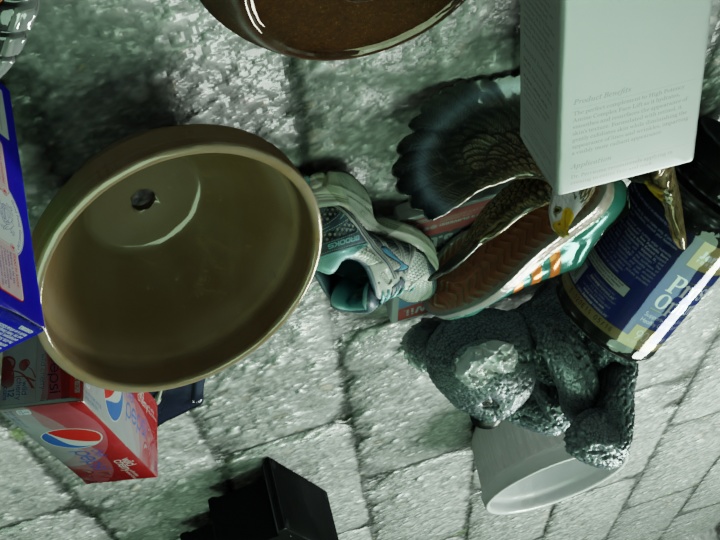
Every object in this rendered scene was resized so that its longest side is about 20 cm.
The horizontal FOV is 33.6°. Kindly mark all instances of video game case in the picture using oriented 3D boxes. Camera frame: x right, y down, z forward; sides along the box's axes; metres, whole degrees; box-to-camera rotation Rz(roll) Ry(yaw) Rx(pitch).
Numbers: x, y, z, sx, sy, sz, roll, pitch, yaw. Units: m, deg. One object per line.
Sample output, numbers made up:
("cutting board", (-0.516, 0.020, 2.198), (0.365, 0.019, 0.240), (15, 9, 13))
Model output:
("video game case", (0.095, -0.019, 1.072), (0.141, 0.018, 0.201), (-16, 154, -8))

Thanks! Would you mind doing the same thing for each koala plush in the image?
("koala plush", (0.149, 0.085, 1.159), (0.198, 0.186, 0.177), (4, -173, -20))

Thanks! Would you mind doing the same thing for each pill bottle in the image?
("pill bottle", (0.267, -0.028, 1.036), (0.111, 0.112, 0.201), (6, 128, -41))

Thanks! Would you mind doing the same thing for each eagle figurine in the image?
("eagle figurine", (0.134, -0.072, 0.881), (0.197, 0.154, 0.151), (-4, -170, 19))

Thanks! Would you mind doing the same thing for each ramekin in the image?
("ramekin", (0.239, 0.231, 1.557), (0.198, 0.106, 0.201), (-15, 153, -8))

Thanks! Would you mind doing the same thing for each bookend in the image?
("bookend", (-0.153, 0.335, 1.506), (0.198, 0.093, 0.199), (-23, 152, 11))

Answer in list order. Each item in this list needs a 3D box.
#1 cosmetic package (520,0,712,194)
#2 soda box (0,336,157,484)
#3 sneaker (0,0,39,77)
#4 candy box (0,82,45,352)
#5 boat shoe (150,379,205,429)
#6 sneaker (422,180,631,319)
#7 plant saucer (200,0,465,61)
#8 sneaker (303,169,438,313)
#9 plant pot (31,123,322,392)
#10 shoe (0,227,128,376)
("cosmetic package", (0.153, -0.152, 0.726), (0.100, 0.074, 0.202), (-14, 132, -9))
("soda box", (-0.209, 0.104, 0.913), (0.063, 0.071, 0.200), (-7, 155, 4))
("sneaker", (-0.195, -0.170, 0.534), (0.111, 0.078, 0.201), (3, 136, -31))
("candy box", (-0.285, -0.008, 0.661), (0.198, 0.171, 0.077), (-24, 150, 12))
("boat shoe", (-0.194, 0.128, 1.091), (0.092, 0.075, 0.201), (-1, 149, -18))
("sneaker", (0.144, -0.014, 1.014), (0.199, 0.072, 0.080), (-35, 146, 25))
("plant saucer", (0.001, -0.182, 0.676), (0.198, 0.035, 0.201), (-15, 154, -7))
("sneaker", (0.000, 0.000, 0.949), (0.077, 0.087, 0.200), (-16, 153, 28))
("plant pot", (-0.132, -0.023, 0.793), (0.199, 0.093, 0.202), (-19, 135, -20))
("shoe", (-0.225, 0.024, 0.896), (0.069, 0.054, 0.200), (6, 144, -42))
